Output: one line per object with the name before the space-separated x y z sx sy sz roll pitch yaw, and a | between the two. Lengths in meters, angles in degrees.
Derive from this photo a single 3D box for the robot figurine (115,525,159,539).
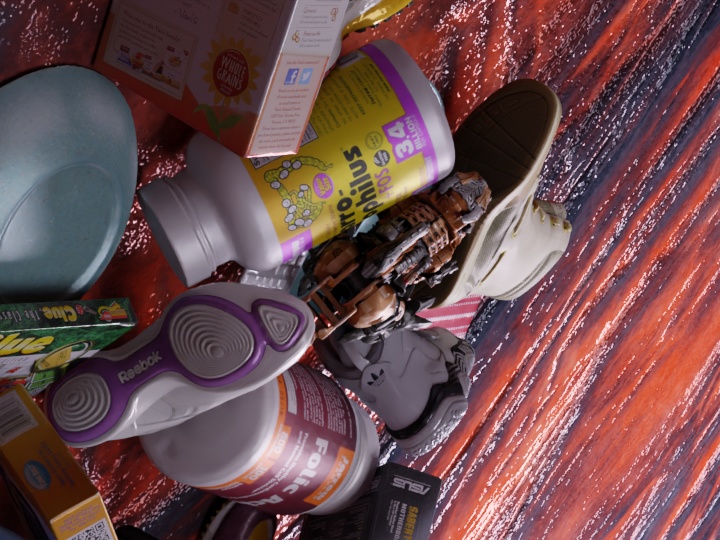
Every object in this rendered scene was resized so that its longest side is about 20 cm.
robot figurine | -0.188 0.289 1.556 0.150 0.125 0.201 23 97 -54

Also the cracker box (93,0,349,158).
cracker box | -0.071 -0.186 1.291 0.058 0.134 0.201 -10 125 -53

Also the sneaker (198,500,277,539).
sneaker | -0.091 0.270 1.724 0.075 0.090 0.201 -14 128 -51

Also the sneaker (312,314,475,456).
sneaker | 0.027 0.062 1.678 0.075 0.115 0.200 -41 -169 13

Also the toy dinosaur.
toy dinosaur | 0.000 0.000 1.481 0.199 0.103 0.136 -18 177 -3

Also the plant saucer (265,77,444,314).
plant saucer | -0.014 -0.063 1.592 0.200 0.036 0.201 -37 145 -32

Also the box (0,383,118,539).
box | -0.185 0.180 1.393 0.041 0.119 0.201 -28 135 -18

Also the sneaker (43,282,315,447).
sneaker | -0.115 0.060 1.452 0.199 0.075 0.100 -21 171 20

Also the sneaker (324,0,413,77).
sneaker | -0.038 -0.185 1.418 0.200 0.078 0.082 -45 140 -36

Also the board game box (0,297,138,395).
board game box | -0.236 0.052 1.318 0.105 0.024 0.200 -36 162 30

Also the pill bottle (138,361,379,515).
pill bottle | -0.070 0.119 1.591 0.115 0.114 0.200 -59 150 1

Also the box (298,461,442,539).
box | -0.007 0.244 1.706 0.200 0.048 0.159 146 -41 -67

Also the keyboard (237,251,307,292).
keyboard | -0.039 -0.053 1.515 0.056 0.011 0.201 5 113 -58

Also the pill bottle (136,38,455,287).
pill bottle | -0.044 -0.067 1.429 0.199 0.104 0.104 -28 143 -10

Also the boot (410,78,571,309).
boot | 0.124 -0.060 1.723 0.154 0.072 0.201 0 123 -57

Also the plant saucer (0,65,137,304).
plant saucer | -0.200 -0.028 1.337 0.201 0.039 0.202 -37 144 -32

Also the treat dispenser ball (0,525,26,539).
treat dispenser ball | -0.265 0.249 1.325 0.201 0.200 0.202 -37 144 -33

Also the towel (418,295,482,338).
towel | 0.074 -0.015 1.782 0.144 0.022 0.201 -5 121 -55
